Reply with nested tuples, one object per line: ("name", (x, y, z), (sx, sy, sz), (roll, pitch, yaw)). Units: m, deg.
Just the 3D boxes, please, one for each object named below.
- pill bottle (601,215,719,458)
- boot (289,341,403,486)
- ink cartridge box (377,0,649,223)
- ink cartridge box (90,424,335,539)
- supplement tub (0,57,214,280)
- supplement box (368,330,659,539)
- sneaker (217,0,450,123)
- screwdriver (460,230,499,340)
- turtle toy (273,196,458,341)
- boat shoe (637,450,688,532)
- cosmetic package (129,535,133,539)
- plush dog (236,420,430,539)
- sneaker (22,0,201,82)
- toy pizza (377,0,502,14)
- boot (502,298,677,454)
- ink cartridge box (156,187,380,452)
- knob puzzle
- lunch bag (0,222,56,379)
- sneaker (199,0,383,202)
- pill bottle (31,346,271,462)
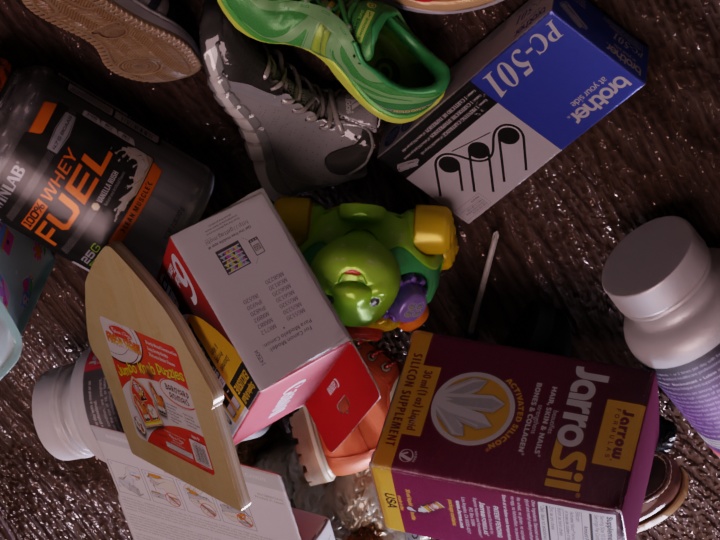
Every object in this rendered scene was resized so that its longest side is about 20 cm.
("pill bottle", (0.274, 0.054, 1.599), (0.111, 0.112, 0.200), (-23, 124, 32))
("boot", (-0.015, 0.067, 1.690), (0.106, 0.075, 0.202), (-14, 97, 9))
("ink cartridge box", (0.111, -0.122, 1.522), (0.094, 0.044, 0.200), (34, 132, -20))
("ink cartridge box", (-0.116, 0.198, 1.709), (0.199, 0.044, 0.175), (11, 133, 31))
("supplement tub", (-0.224, -0.077, 1.602), (0.199, 0.123, 0.123), (30, 133, -14))
("supplement box", (0.122, 0.140, 1.598), (0.198, 0.132, 0.104), (9, 145, 16))
("sneaker", (-0.016, -0.181, 1.471), (0.199, 0.075, 0.083), (30, 157, -22))
("screwdriver", (0.092, 0.042, 1.690), (0.028, 0.029, 0.201), (14, 140, 2))
("turtle toy", (0.000, 0.000, 1.579), (0.144, 0.102, 0.200), (3, 172, 4))
("boat shoe", (0.166, 0.180, 1.685), (0.199, 0.071, 0.070), (-15, 138, 29))
("cosmetic package", (-0.113, 0.282, 1.949), (0.199, 0.071, 0.105), (34, 131, -17))
("plush dog", (-0.022, 0.194, 1.807), (0.171, 0.161, 0.200), (-1, 138, 49))
("sneaker", (-0.178, -0.216, 1.505), (0.070, 0.110, 0.200), (-13, 158, 23))
("toy pizza", (0.043, -0.254, 1.424), (0.198, 0.032, 0.201), (8, 134, 8))
("boot", (0.184, 0.114, 1.709), (0.161, 0.074, 0.199), (22, 142, -3))
("ink cartridge box", (-0.078, 0.060, 1.551), (0.176, 0.083, 0.200), (59, 162, 10))
("knob puzzle", (-0.150, 0.067, 1.565), (0.219, 0.030, 0.221), (41, 146, 36))
("lunch bag", (-0.345, 0.004, 1.657), (0.121, 0.201, 0.171), (-8, 130, 22))
("sneaker", (-0.041, -0.136, 1.541), (0.114, 0.076, 0.201), (-7, 141, 15))
("pill bottle", (-0.179, 0.107, 1.772), (0.198, 0.111, 0.111), (-14, 128, 26))
